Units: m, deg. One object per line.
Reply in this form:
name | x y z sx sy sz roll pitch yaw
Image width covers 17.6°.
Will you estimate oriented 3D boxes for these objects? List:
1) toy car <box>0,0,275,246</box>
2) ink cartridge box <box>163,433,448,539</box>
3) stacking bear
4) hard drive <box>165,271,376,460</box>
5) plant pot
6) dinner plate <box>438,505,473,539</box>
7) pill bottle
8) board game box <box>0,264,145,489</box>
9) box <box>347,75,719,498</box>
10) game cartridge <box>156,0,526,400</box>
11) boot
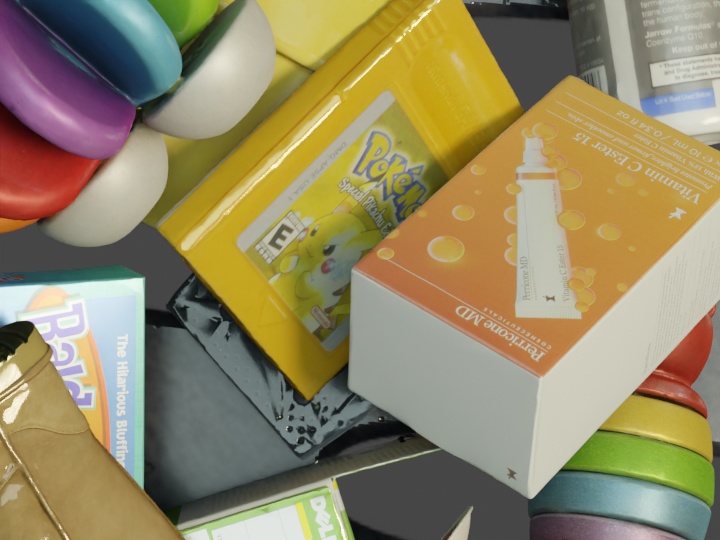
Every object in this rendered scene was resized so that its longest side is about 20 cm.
toy car | -0.154 -0.097 1.145 0.175 0.150 0.200 41 117 -12
ink cartridge box | -0.008 0.145 1.302 0.199 0.148 0.076 -16 90 -3
stacking bear | 0.154 0.099 1.334 0.121 0.114 0.201 9 76 12
hard drive | 0.000 0.000 1.363 0.200 0.042 0.135 -42 89 -5
plant pot | -0.080 -0.125 1.302 0.200 0.201 0.189 32 102 -1
dinner plate | 0.006 0.213 1.273 0.024 0.200 0.200 37 86 4
pill bottle | 0.173 -0.172 1.345 0.113 0.114 0.201 -8 88 -3
board game box | -0.209 0.079 1.181 0.199 0.045 0.153 -4 100 -25
box | 0.102 0.004 1.250 0.124 0.098 0.200 30 52 25
game cartridge | 0.003 -0.041 1.267 0.200 0.176 0.032 -43 52 -4
boot | -0.171 0.151 1.146 0.175 0.066 0.200 -36 110 -16
